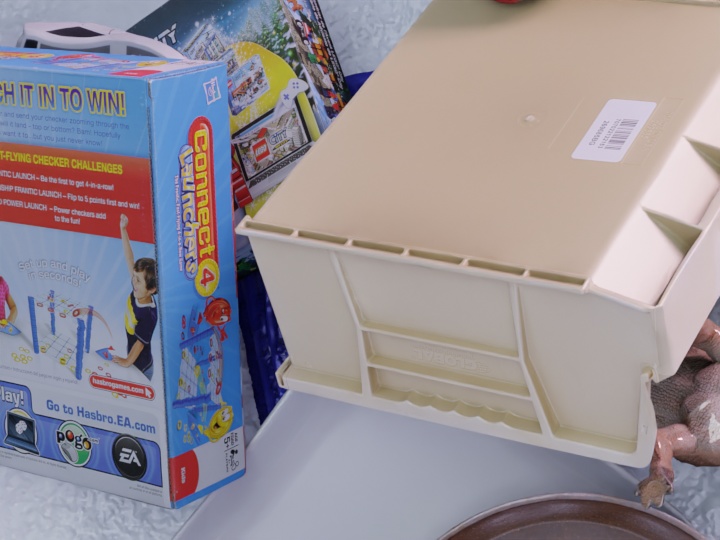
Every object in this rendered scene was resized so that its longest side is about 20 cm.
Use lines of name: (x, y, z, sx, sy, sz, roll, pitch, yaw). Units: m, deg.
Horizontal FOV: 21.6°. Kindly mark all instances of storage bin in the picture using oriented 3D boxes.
storage bin: (0.082, -0.032, 0.823, 0.197, 0.094, 0.200, 11, 46, 32)

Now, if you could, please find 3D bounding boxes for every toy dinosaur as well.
toy dinosaur: (0.160, 0.067, 0.886, 0.086, 0.135, 0.200, -56, 40, 5)

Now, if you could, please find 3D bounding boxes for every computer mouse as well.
computer mouse: (-0.144, -0.087, 0.945, 0.199, 0.044, 0.111, 14, 105, 34)

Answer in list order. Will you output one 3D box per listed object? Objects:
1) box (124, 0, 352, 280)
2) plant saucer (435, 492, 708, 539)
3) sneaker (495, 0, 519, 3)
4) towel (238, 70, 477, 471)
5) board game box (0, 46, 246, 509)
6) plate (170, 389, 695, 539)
box: (-0.093, -0.057, 0.958, 0.199, 0.038, 0.138, -29, 70, 29)
plant saucer: (0.098, 0.199, 0.881, 0.198, 0.034, 0.203, 0, 96, 4)
sneaker: (0.105, -0.205, 0.895, 0.077, 0.082, 0.201, 23, 67, 10)
towel: (0.000, 0.000, 0.958, 0.146, 0.050, 0.202, -16, 78, 12)
board game box: (-0.150, -0.004, 0.904, 0.198, 0.056, 0.198, 9, 107, 36)
plate: (0.026, 0.139, 0.912, 0.199, 0.032, 0.200, 38, 98, -1)
